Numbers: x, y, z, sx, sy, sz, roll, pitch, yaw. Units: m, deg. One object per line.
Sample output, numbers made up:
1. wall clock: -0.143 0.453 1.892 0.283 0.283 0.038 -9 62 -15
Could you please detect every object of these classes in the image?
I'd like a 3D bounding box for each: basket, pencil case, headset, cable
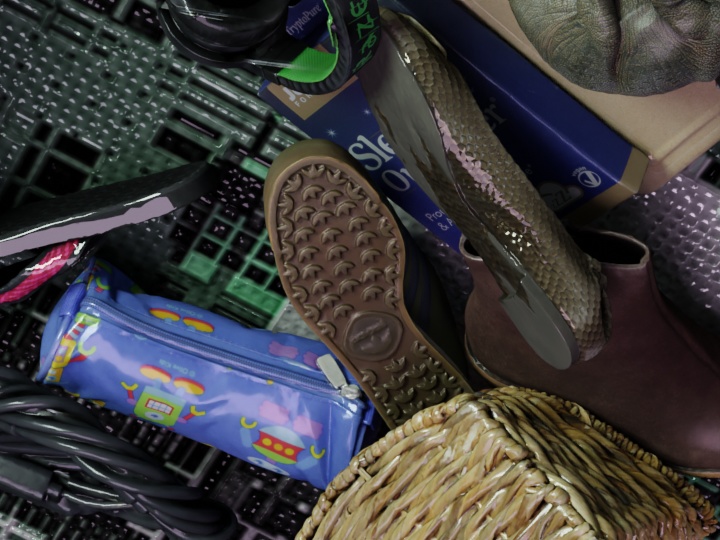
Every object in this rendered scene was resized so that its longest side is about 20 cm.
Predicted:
1. basket: 0.059 0.155 1.323 0.143 0.149 0.200 46 114 20
2. pencil case: -0.078 0.058 1.391 0.200 0.078 0.087 20 150 -2
3. headset: -0.081 -0.147 1.200 0.200 0.094 0.124 31 151 32
4. cable: -0.160 0.102 1.423 0.200 0.051 0.163 22 160 13

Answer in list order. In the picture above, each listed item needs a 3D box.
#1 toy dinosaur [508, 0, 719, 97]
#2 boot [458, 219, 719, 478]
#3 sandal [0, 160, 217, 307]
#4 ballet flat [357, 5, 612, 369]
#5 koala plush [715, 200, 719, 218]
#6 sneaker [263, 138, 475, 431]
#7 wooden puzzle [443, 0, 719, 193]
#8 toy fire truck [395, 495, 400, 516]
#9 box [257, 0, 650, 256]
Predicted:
1. toy dinosaur: 0.127 -0.116 1.170 0.199 0.077 0.102 -2 123 15
2. boot: 0.149 0.038 1.295 0.199 0.073 0.166 9 154 11
3. sandal: -0.167 -0.012 1.360 0.200 0.075 0.045 -14 107 19
4. ballet flat: 0.062 -0.045 1.208 0.200 0.046 0.067 56 161 0
5. koala plush: 0.282 -0.017 1.193 0.200 0.184 0.177 -22 119 32
6. sneaker: 0.000 0.000 1.321 0.067 0.090 0.200 -26 123 6
7. wooden puzzle: 0.136 -0.145 1.218 0.185 0.037 0.200 39 130 -16
8. toy fire truck: 0.062 0.180 1.437 0.200 0.112 0.168 -16 114 23
9. box: 0.033 -0.083 1.271 0.200 0.032 0.121 38 141 -15
